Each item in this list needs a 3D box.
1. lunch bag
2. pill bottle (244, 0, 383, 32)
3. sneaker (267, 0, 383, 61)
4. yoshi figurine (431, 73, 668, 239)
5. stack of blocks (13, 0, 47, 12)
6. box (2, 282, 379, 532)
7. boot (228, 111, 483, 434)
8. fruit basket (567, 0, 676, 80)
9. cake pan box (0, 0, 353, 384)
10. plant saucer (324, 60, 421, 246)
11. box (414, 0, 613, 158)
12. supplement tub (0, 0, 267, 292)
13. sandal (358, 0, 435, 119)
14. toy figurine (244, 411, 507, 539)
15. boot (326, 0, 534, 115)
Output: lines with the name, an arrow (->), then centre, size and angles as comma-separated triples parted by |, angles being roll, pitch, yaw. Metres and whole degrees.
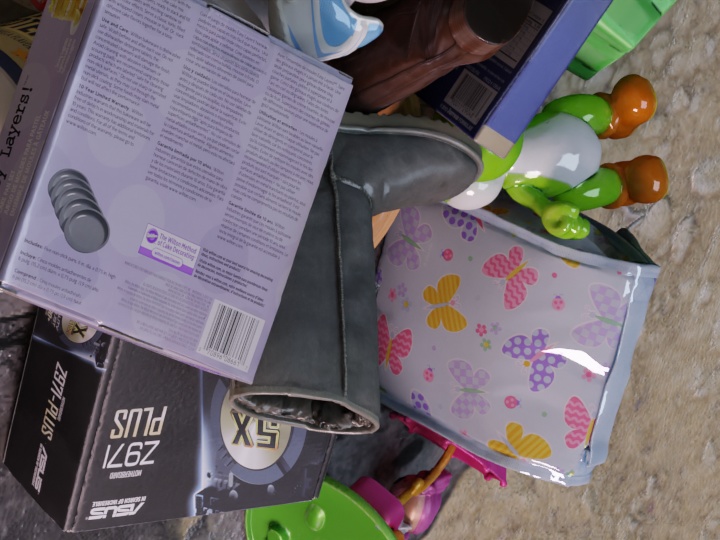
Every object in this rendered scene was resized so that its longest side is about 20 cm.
lunch bag -> 0.109, 0.038, 1.796 | 0.127, 0.200, 0.170 | -4, 112, -46
pill bottle -> -0.005, -0.234, 1.586 | 0.200, 0.119, 0.120 | -57, 140, -8
sneaker -> -0.029, -0.221, 1.491 | 0.072, 0.072, 0.201 | -9, 90, -4
yoshi figurine -> 0.115, -0.082, 1.719 | 0.199, 0.112, 0.112 | -6, 125, -28
stack of blocks -> -0.165, -0.260, 1.445 | 0.200, 0.058, 0.115 | -54, 140, -11
box -> -0.106, 0.065, 1.633 | 0.199, 0.086, 0.164 | -3, 120, -39
boot -> 0.000, 0.001, 1.580 | 0.181, 0.201, 0.073 | 5, 147, -21
fruit basket -> 0.150, -0.262, 1.755 | 0.214, 0.155, 0.217 | 3, 79, -16
cake pan box -> -0.104, -0.052, 1.405 | 0.200, 0.052, 0.185 | 23, 84, -43
plant saucer -> -0.037, -0.064, 1.698 | 0.200, 0.032, 0.201 | -24, 130, -32
box -> 0.112, -0.176, 1.616 | 0.032, 0.121, 0.200 | 29, 98, -29
supplement tub -> -0.153, -0.083, 1.487 | 0.200, 0.144, 0.145 | -24, 127, -38
sandal -> 0.049, -0.170, 1.740 | 0.212, 0.077, 0.070 | 74, 23, -47
toy figurine -> 0.026, 0.178, 1.857 | 0.184, 0.150, 0.200 | -37, 157, -41
boot -> 0.064, -0.180, 1.609 | 0.064, 0.200, 0.187 | 42, 64, -11
